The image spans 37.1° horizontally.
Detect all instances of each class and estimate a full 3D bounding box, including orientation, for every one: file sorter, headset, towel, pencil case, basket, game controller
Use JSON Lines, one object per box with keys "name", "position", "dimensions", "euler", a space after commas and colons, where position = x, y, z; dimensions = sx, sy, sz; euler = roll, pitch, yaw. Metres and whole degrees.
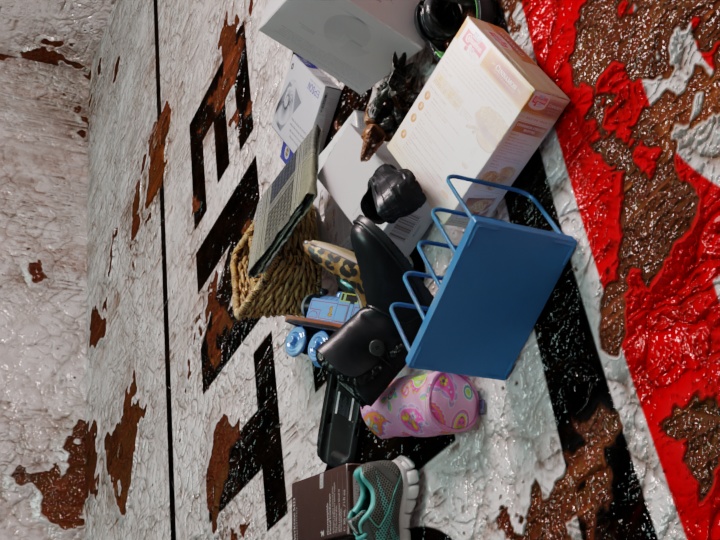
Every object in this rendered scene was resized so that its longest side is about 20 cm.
{"name": "file sorter", "position": [0.134, 0.006, 1.264], "dimensions": [0.202, 0.136, 0.123], "euler": [-67, 29, 28]}
{"name": "headset", "position": [0.110, -0.373, 1.476], "dimensions": [0.124, 0.092, 0.203], "euler": [-53, 49, 44]}
{"name": "towel", "position": [-0.112, -0.104, 1.656], "dimensions": [0.193, 0.034, 0.202], "euler": [-50, 23, 32]}
{"name": "pencil case", "position": [0.077, 0.173, 1.396], "dimensions": [0.199, 0.086, 0.089], "euler": [-22, 63, 61]}
{"name": "basket", "position": [-0.142, -0.029, 1.761], "dimensions": [0.201, 0.146, 0.145], "euler": [-101, 11, -56]}
{"name": "game controller", "position": [-0.023, 0.206, 1.651], "dimensions": [0.103, 0.042, 0.204], "euler": [13, 95, 50]}

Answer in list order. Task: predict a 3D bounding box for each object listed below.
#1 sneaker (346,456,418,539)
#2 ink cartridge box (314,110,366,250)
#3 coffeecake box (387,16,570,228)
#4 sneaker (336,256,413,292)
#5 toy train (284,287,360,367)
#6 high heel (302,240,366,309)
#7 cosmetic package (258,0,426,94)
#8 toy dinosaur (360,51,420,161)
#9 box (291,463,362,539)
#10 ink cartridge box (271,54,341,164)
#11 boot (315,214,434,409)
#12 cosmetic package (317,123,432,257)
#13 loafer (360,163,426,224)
{"name": "sneaker", "position": [0.020, 0.350, 1.431], "dimensions": [0.077, 0.090, 0.204], "euler": [-16, 68, 63]}
{"name": "ink cartridge box", "position": [-0.021, -0.126, 1.728], "dimensions": [0.174, 0.043, 0.204], "euler": [136, 135, -55]}
{"name": "coffeecake box", "position": [0.140, -0.179, 1.316], "dimensions": [0.201, 0.072, 0.154], "euler": [-57, 48, 28]}
{"name": "sneaker", "position": [0.000, 0.000, 1.593], "dimensions": [0.199, 0.090, 0.079], "euler": [-8, 74, 63]}
{"name": "toy train", "position": [-0.032, 0.088, 1.594], "dimensions": [0.198, 0.086, 0.116], "euler": [6, 75, 49]}
{"name": "high heel", "position": [-0.015, 0.055, 1.478], "dimensions": [0.144, 0.197, 0.071], "euler": [-62, 2, 9]}
{"name": "cosmetic package", "position": [-0.016, -0.391, 1.594], "dimensions": [0.199, 0.197, 0.125], "euler": [-23, 42, 59]}
{"name": "toy dinosaur", "position": [0.051, -0.224, 1.532], "dimensions": [0.135, 0.101, 0.203], "euler": [-36, 40, 50]}
{"name": "box", "position": [-0.033, 0.350, 1.581], "dimensions": [0.200, 0.074, 0.102], "euler": [143, 130, -58]}
{"name": "ink cartridge box", "position": [-0.109, -0.269, 1.954], "dimensions": [0.200, 0.040, 0.203], "euler": [51, 128, 57]}
{"name": "boot", "position": [0.004, 0.056, 1.369], "dimensions": [0.168, 0.201, 0.076], "euler": [-40, 17, -9]}
{"name": "cosmetic package", "position": [0.023, -0.116, 1.555], "dimensions": [0.102, 0.073, 0.201], "euler": [-54, 41, 19]}
{"name": "loafer", "position": [0.030, -0.095, 1.375], "dimensions": [0.069, 0.070, 0.200], "euler": [61, 175, -9]}
